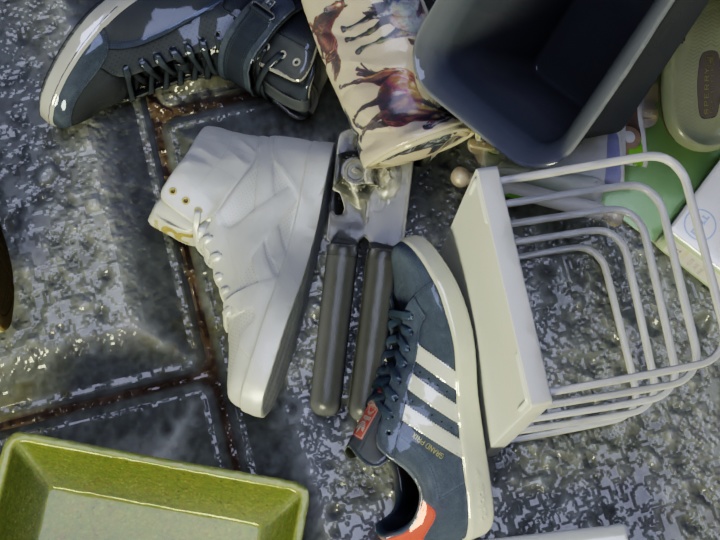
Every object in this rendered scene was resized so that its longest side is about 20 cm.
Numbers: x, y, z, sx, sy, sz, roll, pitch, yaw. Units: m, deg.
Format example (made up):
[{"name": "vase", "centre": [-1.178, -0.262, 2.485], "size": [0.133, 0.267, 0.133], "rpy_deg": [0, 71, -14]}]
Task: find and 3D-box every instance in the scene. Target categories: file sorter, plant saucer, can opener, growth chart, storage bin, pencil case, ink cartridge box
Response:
[{"name": "file sorter", "centre": [0.130, 0.025, 0.880], "size": [0.124, 0.200, 0.140], "rpy_deg": [-9, 75, -7]}, {"name": "plant saucer", "centre": [-0.146, 0.220, 0.892], "size": [0.198, 0.048, 0.201], "rpy_deg": [10, 74, 0]}, {"name": "can opener", "centre": [0.000, 0.000, 0.963], "size": [0.053, 0.067, 0.201], "rpy_deg": [7, 88, -2]}, {"name": "growth chart", "centre": [0.145, -0.124, 0.980], "size": [0.144, 0.018, 0.201], "rpy_deg": [18, 63, -12]}, {"name": "storage bin", "centre": [0.140, -0.174, 0.862], "size": [0.145, 0.134, 0.201], "rpy_deg": [41, 112, 22]}, {"name": "pencil case", "centre": [0.013, -0.161, 0.921], "size": [0.089, 0.078, 0.201], "rpy_deg": [-25, 79, 24]}, {"name": "ink cartridge box", "centre": [0.252, -0.075, 0.992], "size": [0.200, 0.048, 0.146], "rpy_deg": [39, 77, 5]}]

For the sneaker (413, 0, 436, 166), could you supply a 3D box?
[{"name": "sneaker", "centre": [0.031, -0.176, 1.002], "size": [0.090, 0.066, 0.201], "rpy_deg": [-26, 79, -15]}]

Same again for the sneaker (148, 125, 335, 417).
[{"name": "sneaker", "centre": [-0.090, -0.004, 0.948], "size": [0.115, 0.074, 0.201], "rpy_deg": [11, 65, 2]}]

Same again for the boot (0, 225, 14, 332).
[{"name": "boot", "centre": [-0.324, -0.029, 0.941], "size": [0.154, 0.072, 0.201], "rpy_deg": [-19, 71, -8]}]

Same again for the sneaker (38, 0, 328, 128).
[{"name": "sneaker", "centre": [-0.110, -0.139, 0.977], "size": [0.146, 0.077, 0.202], "rpy_deg": [43, 76, 11]}]

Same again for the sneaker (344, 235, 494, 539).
[{"name": "sneaker", "centre": [0.028, 0.081, 0.901], "size": [0.084, 0.075, 0.201], "rpy_deg": [-10, 92, -14]}]

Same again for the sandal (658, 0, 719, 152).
[{"name": "sandal", "centre": [0.234, -0.176, 0.928], "size": [0.079, 0.057, 0.202], "rpy_deg": [-10, 106, -4]}]

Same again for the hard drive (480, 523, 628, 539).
[{"name": "hard drive", "centre": [0.082, 0.241, 0.908], "size": [0.199, 0.026, 0.133], "rpy_deg": [-6, 75, -4]}]
